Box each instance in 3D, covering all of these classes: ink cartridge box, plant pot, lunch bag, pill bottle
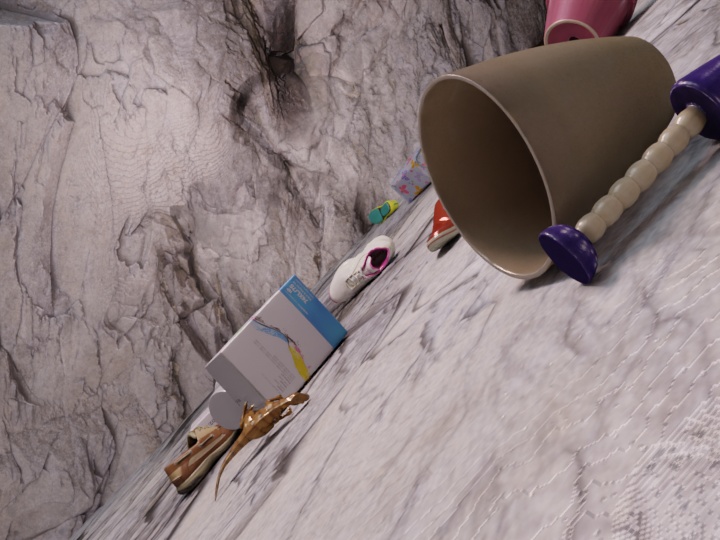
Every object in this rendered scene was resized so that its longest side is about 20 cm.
[{"bbox_3d":[-0.309,0.328,1.628,0.115,0.068,0.200,-46,5,-12],"label":"ink cartridge box"},{"bbox_3d":[0.482,-0.551,1.616,0.182,0.197,0.200,-62,12,-24],"label":"plant pot"},{"bbox_3d":[0.220,-0.372,2.719,0.169,0.126,0.202,-43,14,42],"label":"lunch bag"},{"bbox_3d":[-0.220,0.224,1.477,0.112,0.112,0.200,-41,6,28],"label":"pill bottle"},{"bbox_3d":[0.183,-0.126,0.672,0.197,0.190,0.187,-30,1,-17],"label":"plant pot"},{"bbox_3d":[-0.153,0.144,1.347,0.200,0.146,0.146,-47,5,-29],"label":"ink cartridge box"}]

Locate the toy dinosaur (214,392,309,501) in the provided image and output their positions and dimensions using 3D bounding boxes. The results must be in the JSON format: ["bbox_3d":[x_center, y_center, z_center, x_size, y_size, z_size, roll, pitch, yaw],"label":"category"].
[{"bbox_3d":[-0.165,0.242,1.142,0.200,0.060,0.106,-46,6,-1],"label":"toy dinosaur"}]

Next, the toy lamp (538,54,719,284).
[{"bbox_3d":[0.218,-0.081,0.557,0.200,0.058,0.058,-47,5,-5],"label":"toy lamp"}]

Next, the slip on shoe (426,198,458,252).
[{"bbox_3d":[0.148,-0.093,1.273,0.074,0.061,0.201,-39,9,37],"label":"slip on shoe"}]

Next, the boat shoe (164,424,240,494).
[{"bbox_3d":[-0.301,0.336,1.445,0.075,0.074,0.201,-39,7,42],"label":"boat shoe"}]

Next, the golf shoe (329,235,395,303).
[{"bbox_3d":[0.000,0.000,1.732,0.200,0.075,0.092,-46,8,7],"label":"golf shoe"}]

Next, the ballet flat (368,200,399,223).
[{"bbox_3d":[0.103,-0.246,3.119,0.066,0.068,0.199,-22,-4,-27],"label":"ballet flat"}]
